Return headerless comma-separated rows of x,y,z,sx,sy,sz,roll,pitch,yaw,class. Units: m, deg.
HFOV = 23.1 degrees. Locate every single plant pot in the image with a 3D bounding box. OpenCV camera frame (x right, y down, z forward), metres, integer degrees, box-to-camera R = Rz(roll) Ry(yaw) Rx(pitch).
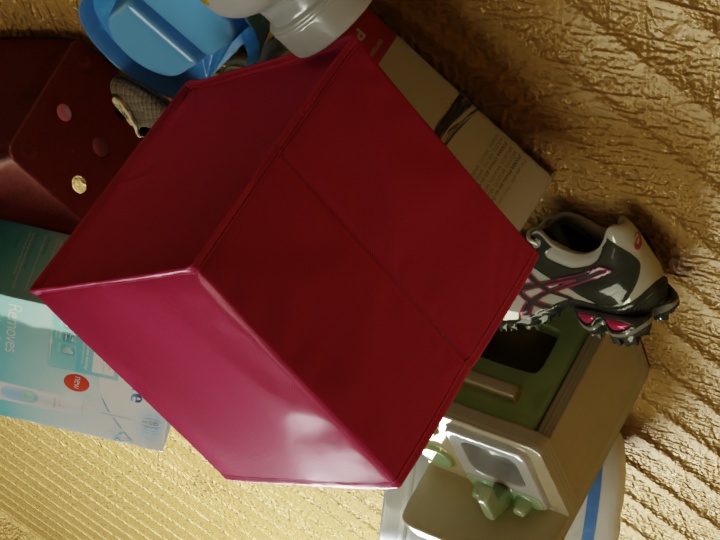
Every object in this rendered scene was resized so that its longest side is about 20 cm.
-0.268,-0.082,1.482,0.176,0.201,0.200,-18,128,44,plant pot

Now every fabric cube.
-0.047,0.000,1.129,0.199,0.200,0.196,47,150,-24,fabric cube

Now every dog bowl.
-0.127,-0.187,1.258,0.111,0.050,0.200,40,155,-17,dog bowl

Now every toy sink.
0.114,0.109,1.348,0.130,0.201,0.112,18,154,32,toy sink

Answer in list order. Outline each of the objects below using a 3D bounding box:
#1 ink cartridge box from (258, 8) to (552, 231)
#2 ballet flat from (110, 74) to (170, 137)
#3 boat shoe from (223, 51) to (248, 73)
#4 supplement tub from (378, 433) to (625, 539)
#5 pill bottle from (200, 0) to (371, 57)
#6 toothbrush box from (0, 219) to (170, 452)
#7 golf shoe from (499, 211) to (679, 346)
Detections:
0.013,-0.083,1.241,0.200,0.084,0.145,41,154,-17,ink cartridge box
-0.119,-0.077,1.318,0.200,0.046,0.067,39,178,13,ballet flat
-0.042,-0.078,1.344,0.200,0.065,0.071,43,155,-25,boat shoe
0.120,0.187,1.509,0.198,0.133,0.132,6,154,2,supplement tub
-0.080,-0.223,1.048,0.200,0.112,0.112,42,155,-22,pill bottle
-0.238,0.051,1.420,0.199,0.086,0.147,13,134,-3,toothbrush box
0.139,-0.004,1.279,0.199,0.077,0.089,3,123,45,golf shoe
